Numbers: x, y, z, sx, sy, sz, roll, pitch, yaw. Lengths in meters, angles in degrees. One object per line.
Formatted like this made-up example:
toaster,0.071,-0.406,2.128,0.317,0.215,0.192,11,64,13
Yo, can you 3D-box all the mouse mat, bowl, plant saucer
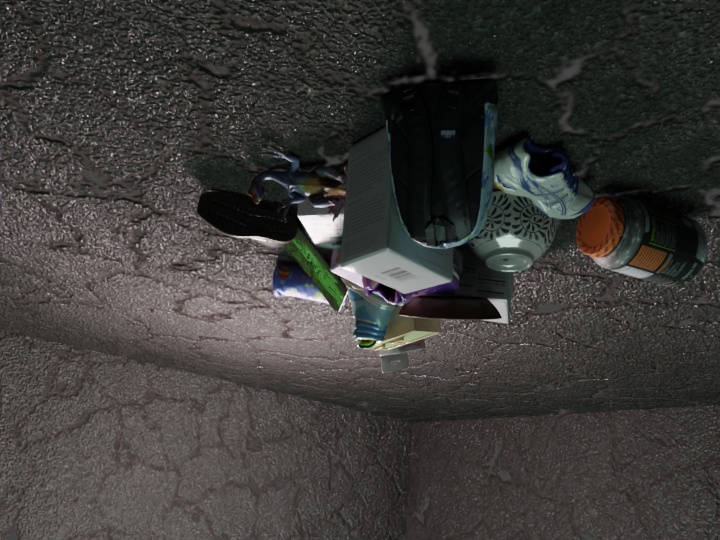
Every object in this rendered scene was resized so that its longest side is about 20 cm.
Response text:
mouse mat,-0.097,-0.011,1.258,0.007,0.201,0.162,-36,170,-21
bowl,0.273,-0.057,1.110,0.193,0.097,0.202,5,160,2
plant saucer,0.168,0.068,1.136,0.193,0.038,0.200,1,180,0

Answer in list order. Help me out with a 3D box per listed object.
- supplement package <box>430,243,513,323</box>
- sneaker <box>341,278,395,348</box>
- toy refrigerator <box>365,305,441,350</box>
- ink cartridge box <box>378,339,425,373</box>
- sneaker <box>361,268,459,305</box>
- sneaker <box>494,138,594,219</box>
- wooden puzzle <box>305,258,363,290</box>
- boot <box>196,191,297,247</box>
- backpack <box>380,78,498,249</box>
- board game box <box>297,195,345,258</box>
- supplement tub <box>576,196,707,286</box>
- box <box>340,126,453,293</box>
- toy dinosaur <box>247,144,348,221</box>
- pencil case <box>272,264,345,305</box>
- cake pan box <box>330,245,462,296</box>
supplement package,0.221,0.024,1.279,0.193,0.114,0.156,7,161,18
sneaker,-0.001,0.092,1.325,0.077,0.135,0.199,10,-171,-28
toy refrigerator,0.086,0.126,1.318,0.074,0.073,0.198,7,160,-32
ink cartridge box,0.096,0.139,1.472,0.065,0.208,0.114,-13,172,41
sneaker,0.082,0.022,1.051,0.194,0.091,0.081,13,147,-17
sneaker,0.296,-0.138,0.924,0.194,0.078,0.088,14,157,-23
wooden puzzle,0.000,0.000,1.303,0.181,0.048,0.198,11,-172,-38
boot,-0.230,-0.088,1.209,0.194,0.080,0.138,20,168,-12
backpack,0.114,-0.133,0.813,0.158,0.208,0.153,-4,177,20
board game box,-0.026,-0.089,1.154,0.142,0.067,0.201,1,160,10
supplement tub,0.475,-0.052,1.029,0.194,0.127,0.122,14,158,-19
box,0.060,-0.090,0.931,0.150,0.207,0.105,23,152,-39
toy dinosaur,-0.099,-0.135,1.032,0.178,0.109,0.197,16,-178,39
pencil case,-0.122,0.036,1.472,0.193,0.079,0.089,7,130,-3
cake pan box,0.068,-0.016,1.126,0.181,0.054,0.198,24,146,-30
